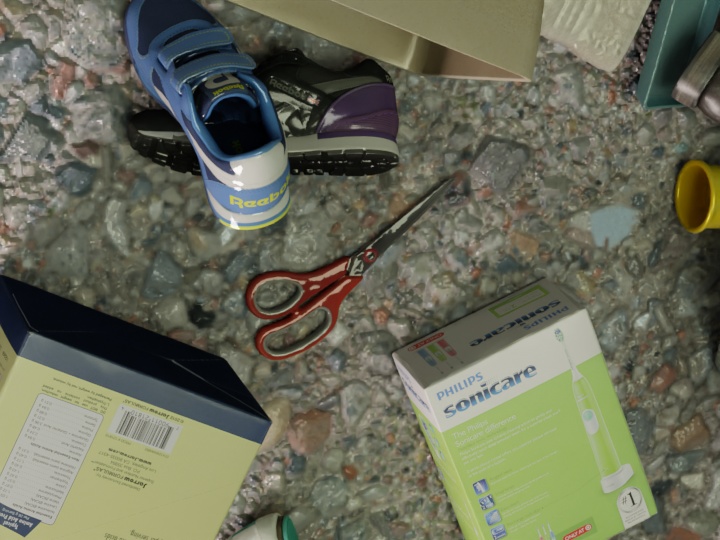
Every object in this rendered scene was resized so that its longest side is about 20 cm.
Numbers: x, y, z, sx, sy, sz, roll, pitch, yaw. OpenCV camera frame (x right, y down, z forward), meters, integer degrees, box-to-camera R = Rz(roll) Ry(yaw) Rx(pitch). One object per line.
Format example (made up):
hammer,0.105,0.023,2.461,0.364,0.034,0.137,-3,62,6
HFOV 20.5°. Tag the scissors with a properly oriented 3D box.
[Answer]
scissors,0.000,0.000,1.557,0.200,0.014,0.073,-29,112,-9

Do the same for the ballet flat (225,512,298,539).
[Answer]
ballet flat,-0.059,0.287,1.610,0.069,0.069,0.200,-23,109,-10

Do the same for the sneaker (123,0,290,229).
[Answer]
sneaker,-0.103,-0.128,1.391,0.074,0.200,0.082,-26,158,-15

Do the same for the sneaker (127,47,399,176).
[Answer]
sneaker,-0.072,-0.119,1.473,0.200,0.076,0.088,1,76,-10

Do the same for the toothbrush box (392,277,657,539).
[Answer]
toothbrush box,0.133,0.131,1.605,0.145,0.086,0.200,-26,115,-9

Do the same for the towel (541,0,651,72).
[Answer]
towel,0.180,-0.266,1.517,0.132,0.034,0.200,22,99,-22

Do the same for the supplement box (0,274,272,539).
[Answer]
supplement box,-0.207,0.143,1.465,0.200,0.134,0.200,23,99,-24

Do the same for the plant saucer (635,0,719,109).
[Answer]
plant saucer,0.259,-0.223,1.545,0.070,0.019,0.200,-9,120,-47

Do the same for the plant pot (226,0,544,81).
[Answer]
plant pot,0.022,-0.249,1.392,0.200,0.200,0.177,19,88,-23

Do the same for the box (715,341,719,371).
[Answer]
box,0.413,0.058,1.586,0.200,0.171,0.199,-29,158,-8

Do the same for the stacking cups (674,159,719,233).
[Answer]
stacking cups,0.357,-0.062,1.639,0.200,0.061,0.061,-2,108,-24

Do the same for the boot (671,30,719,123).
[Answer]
boot,0.357,-0.149,1.543,0.174,0.069,0.200,37,86,11
